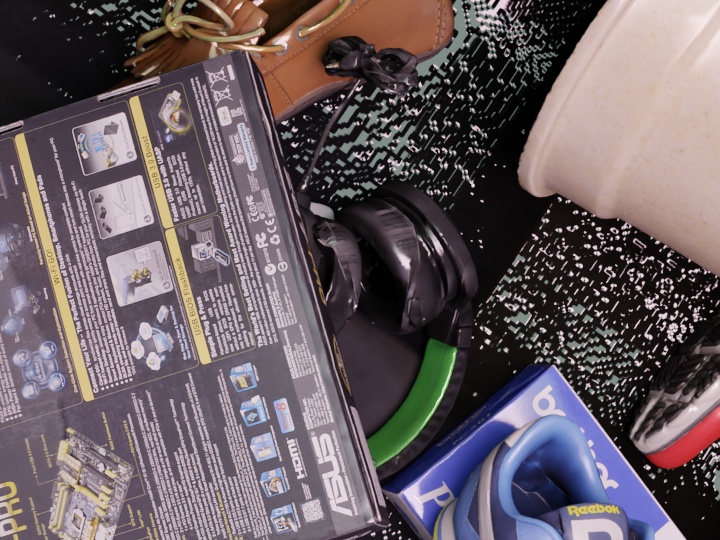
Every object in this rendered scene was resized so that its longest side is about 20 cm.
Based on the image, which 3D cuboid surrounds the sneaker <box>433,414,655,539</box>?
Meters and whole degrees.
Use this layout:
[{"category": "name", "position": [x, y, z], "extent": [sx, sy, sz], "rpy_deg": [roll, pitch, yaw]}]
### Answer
[{"category": "sneaker", "position": [0.085, 0.143, 0.883], "extent": [0.073, 0.201, 0.083], "rpy_deg": [8, 129, -28]}]

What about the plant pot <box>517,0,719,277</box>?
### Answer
[{"category": "plant pot", "position": [0.199, -0.058, 0.926], "extent": [0.183, 0.201, 0.201], "rpy_deg": [40, 82, 14]}]

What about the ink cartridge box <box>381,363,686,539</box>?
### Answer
[{"category": "ink cartridge box", "position": [0.108, 0.150, 1.007], "extent": [0.094, 0.044, 0.201], "rpy_deg": [-38, 95, -9]}]

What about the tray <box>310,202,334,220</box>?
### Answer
[{"category": "tray", "position": [-0.076, 0.061, 0.991], "extent": [0.106, 0.022, 0.202], "rpy_deg": [9, 86, -10]}]

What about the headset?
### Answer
[{"category": "headset", "position": [0.000, 0.000, 0.955], "extent": [0.123, 0.094, 0.202], "rpy_deg": [-10, 106, -32]}]

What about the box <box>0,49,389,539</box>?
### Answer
[{"category": "box", "position": [-0.091, 0.030, 0.891], "extent": [0.160, 0.049, 0.202], "rpy_deg": [-18, 81, 3]}]

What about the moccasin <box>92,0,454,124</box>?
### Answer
[{"category": "moccasin", "position": [-0.053, -0.099, 0.967], "extent": [0.200, 0.074, 0.078], "rpy_deg": [-24, 117, -9]}]

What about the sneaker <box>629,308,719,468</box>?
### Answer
[{"category": "sneaker", "position": [0.218, 0.042, 1.017], "extent": [0.199, 0.077, 0.085], "rpy_deg": [-32, 98, -9]}]
